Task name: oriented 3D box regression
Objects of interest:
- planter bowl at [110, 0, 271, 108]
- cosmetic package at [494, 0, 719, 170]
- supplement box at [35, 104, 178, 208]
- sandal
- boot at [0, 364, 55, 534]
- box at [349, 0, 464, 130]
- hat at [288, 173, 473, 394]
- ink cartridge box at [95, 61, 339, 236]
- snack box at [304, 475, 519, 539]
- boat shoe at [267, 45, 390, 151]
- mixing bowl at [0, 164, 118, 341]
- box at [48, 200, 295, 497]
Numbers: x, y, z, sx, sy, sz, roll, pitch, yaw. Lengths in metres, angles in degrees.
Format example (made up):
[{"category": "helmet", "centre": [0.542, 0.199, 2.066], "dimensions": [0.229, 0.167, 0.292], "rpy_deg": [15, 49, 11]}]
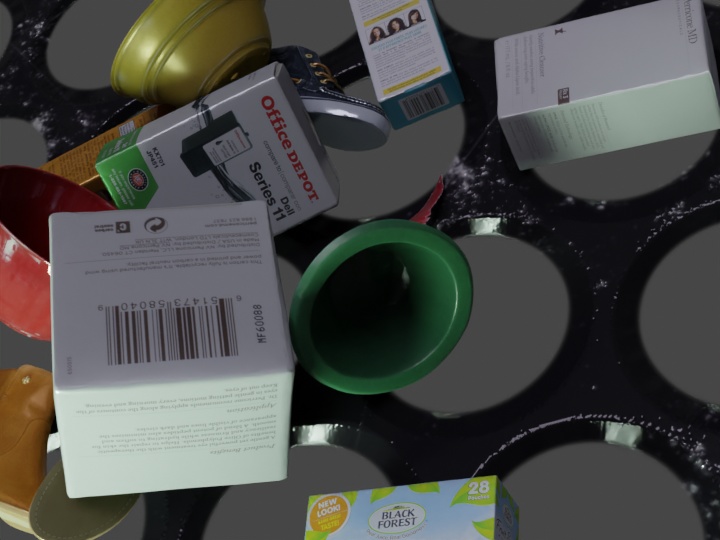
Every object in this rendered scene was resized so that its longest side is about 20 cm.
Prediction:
[{"category": "planter bowl", "centre": [-0.151, -0.222, 1.489], "dimensions": [0.200, 0.201, 0.084], "rpy_deg": [-42, 78, -8]}, {"category": "cosmetic package", "centre": [0.232, -0.176, 1.372], "dimensions": [0.198, 0.081, 0.114], "rpy_deg": [-13, 50, 18]}, {"category": "supplement box", "centre": [-0.269, -0.103, 1.571], "dimensions": [0.199, 0.067, 0.069], "rpy_deg": [-27, 49, 5]}, {"category": "sandal", "centre": [-0.230, 0.183, 1.353], "dimensions": [0.077, 0.070, 0.212], "rpy_deg": [37, 54, 0]}, {"category": "boot", "centre": [-0.316, 0.164, 1.394], "dimensions": [0.200, 0.071, 0.145], "rpy_deg": [13, 64, 37]}, {"category": "box", "centre": [0.043, -0.243, 1.533], "dimensions": [0.082, 0.049, 0.201], "rpy_deg": [-21, 50, 10]}, {"category": "hat", "centre": [0.000, 0.000, 1.336], "dimensions": [0.176, 0.199, 0.167], "rpy_deg": [48, 122, 55]}, {"category": "ink cartridge box", "centre": [-0.136, -0.094, 1.437], "dimensions": [0.199, 0.147, 0.083], "rpy_deg": [-26, 17, 7]}, {"category": "snack box", "centre": [0.035, 0.270, 1.148], "dimensions": [0.167, 0.068, 0.201], "rpy_deg": [-10, 51, 21]}, {"category": "boat shoe", "centre": [-0.044, -0.184, 1.516], "dimensions": [0.199, 0.071, 0.091], "rpy_deg": [11, 66, 34]}, {"category": "mixing bowl", "centre": [-0.307, -0.002, 1.456], "dimensions": [0.109, 0.199, 0.200], "rpy_deg": [-55, 45, 20]}, {"category": "box", "centre": [-0.167, 0.068, 1.287], "dimensions": [0.197, 0.172, 0.201], "rpy_deg": [-4, 50, -8]}]
